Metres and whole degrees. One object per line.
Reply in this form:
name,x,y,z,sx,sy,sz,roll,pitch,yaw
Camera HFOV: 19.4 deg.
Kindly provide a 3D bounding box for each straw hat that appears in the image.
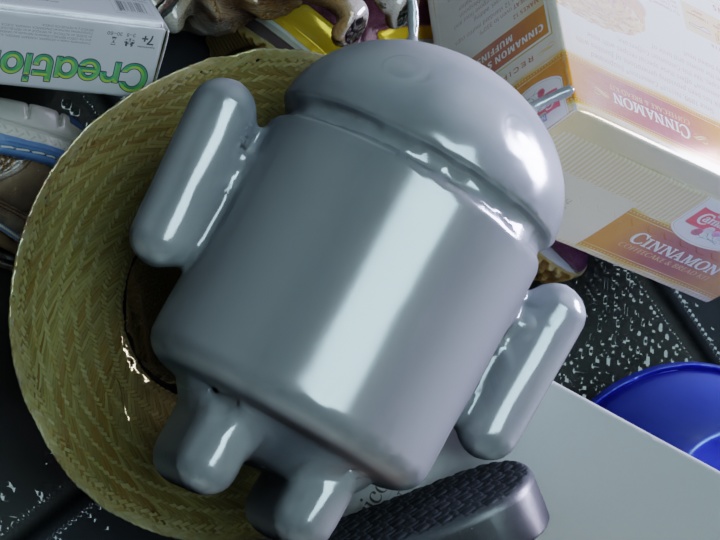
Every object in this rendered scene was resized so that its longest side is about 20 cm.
straw hat,-0.059,0.006,0.848,0.201,0.085,0.201,-4,98,-28

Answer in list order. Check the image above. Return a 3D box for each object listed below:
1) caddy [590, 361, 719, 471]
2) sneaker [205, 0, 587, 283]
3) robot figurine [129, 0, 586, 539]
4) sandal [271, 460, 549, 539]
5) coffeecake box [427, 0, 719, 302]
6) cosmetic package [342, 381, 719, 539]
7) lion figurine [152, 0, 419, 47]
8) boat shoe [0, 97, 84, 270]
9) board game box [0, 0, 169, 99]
caddy,0.172,0.123,0.934,0.200,0.105,0.141,20,96,-21
sneaker,0.034,-0.076,0.919,0.200,0.075,0.090,38,72,-16
robot figurine,0.000,0.000,0.765,0.170,0.113,0.200,33,81,-16
sandal,-0.025,0.125,0.766,0.200,0.076,0.043,-19,101,11
coffeecake box,0.107,-0.105,0.906,0.153,0.073,0.200,21,49,-36
cosmetic package,0.099,0.117,0.814,0.200,0.085,0.108,27,85,18
lion figurine,-0.028,-0.161,0.806,0.122,0.200,0.072,38,42,19
boat shoe,-0.201,-0.038,0.799,0.200,0.072,0.072,8,78,-24
board game box,-0.185,-0.116,0.797,0.200,0.126,0.035,4,119,-25
